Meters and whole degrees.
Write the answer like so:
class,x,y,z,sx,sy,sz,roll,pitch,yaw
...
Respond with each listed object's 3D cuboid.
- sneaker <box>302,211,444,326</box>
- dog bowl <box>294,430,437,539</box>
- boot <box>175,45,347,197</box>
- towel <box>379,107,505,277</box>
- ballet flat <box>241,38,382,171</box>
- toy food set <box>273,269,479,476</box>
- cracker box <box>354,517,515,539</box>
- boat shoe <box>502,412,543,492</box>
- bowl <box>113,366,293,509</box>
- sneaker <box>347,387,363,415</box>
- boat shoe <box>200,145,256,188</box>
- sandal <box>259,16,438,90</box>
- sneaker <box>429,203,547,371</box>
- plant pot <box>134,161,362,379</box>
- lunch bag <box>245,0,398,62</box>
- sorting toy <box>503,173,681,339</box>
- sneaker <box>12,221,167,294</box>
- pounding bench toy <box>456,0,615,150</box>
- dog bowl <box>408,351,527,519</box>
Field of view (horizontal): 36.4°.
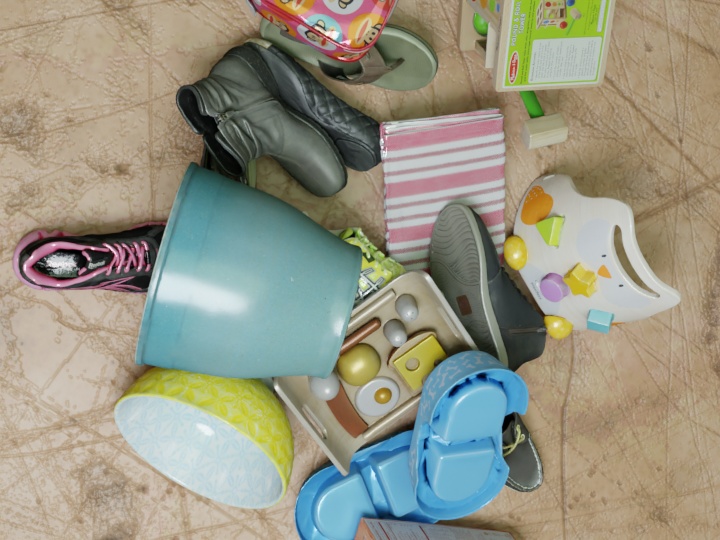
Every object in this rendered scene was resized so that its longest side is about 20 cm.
class,x,y,z,sx,sy,sz,roll,pitch,yaw
sneaker,0.000,0.000,1.193,0.198,0.076,0.077,18,118,-3
dog bowl,0.016,0.252,1.251,0.198,0.050,0.113,-23,98,-10
boot,-0.106,-0.130,1.150,0.200,0.067,0.131,49,39,-15
towel,0.093,-0.077,1.235,0.145,0.030,0.202,-9,114,-14
ballet flat,-0.053,-0.184,1.213,0.200,0.066,0.057,40,42,-12
toy food set,0.025,0.111,1.163,0.199,0.060,0.144,-35,114,3
cracker box,0.077,0.359,1.236,0.198,0.058,0.135,11,106,-23
boat shoe,0.152,0.181,1.270,0.071,0.061,0.202,-38,101,-8
bowl,-0.147,0.151,1.157,0.199,0.200,0.108,37,54,-12
sneaker,-0.056,0.089,1.215,0.199,0.074,0.084,27,90,-22
boat shoe,-0.143,-0.051,1.178,0.072,0.065,0.203,-9,89,20
sandal,-0.015,-0.231,1.193,0.198,0.080,0.058,12,48,-6
sneaker,0.145,0.019,1.240,0.106,0.074,0.202,-17,96,-47
plant pot,-0.102,0.017,1.067,0.186,0.200,0.202,15,90,-6
lunch bag,-0.029,-0.333,1.118,0.175,0.082,0.202,29,87,-6
sorting toy,0.266,-0.009,1.214,0.107,0.180,0.201,-37,100,-25
sneaker,-0.263,-0.009,1.148,0.197,0.095,0.080,-6,93,-14
pounding bench toy,0.183,-0.253,1.211,0.123,0.156,0.202,-6,121,-13
dog bowl,0.108,0.174,1.169,0.110,0.050,0.202,-4,122,-21
